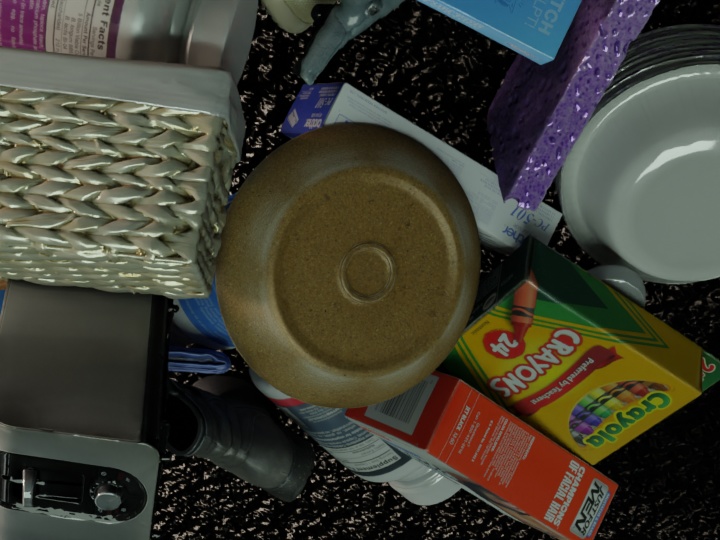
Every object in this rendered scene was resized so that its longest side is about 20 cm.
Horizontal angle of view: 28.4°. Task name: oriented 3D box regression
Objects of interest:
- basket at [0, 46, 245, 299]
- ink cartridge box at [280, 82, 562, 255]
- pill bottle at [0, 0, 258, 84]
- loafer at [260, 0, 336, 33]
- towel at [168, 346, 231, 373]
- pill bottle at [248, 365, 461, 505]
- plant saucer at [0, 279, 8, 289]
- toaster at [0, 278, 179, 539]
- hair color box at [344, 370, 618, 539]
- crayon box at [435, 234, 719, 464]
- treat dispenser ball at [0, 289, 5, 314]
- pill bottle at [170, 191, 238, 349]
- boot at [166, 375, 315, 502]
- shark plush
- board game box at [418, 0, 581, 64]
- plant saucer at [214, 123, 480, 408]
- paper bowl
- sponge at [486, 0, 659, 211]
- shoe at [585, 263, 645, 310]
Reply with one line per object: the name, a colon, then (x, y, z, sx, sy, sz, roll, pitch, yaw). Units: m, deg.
basket: (-0.179, -0.058, 0.898, 0.198, 0.124, 0.136, 5, 169, 0)
ink cartridge box: (0.045, -0.073, 1.060, 0.199, 0.094, 0.044, 29, 86, -21)
pill bottle: (-0.173, -0.177, 0.937, 0.198, 0.113, 0.113, 16, 129, 4)
loafer: (-0.066, -0.247, 0.937, 0.068, 0.076, 0.200, -23, 135, 16)
towel: (-0.179, 0.067, 1.137, 0.143, 0.200, 0.024, 5, 85, -8)
pill bottle: (0.012, 0.106, 1.192, 0.119, 0.120, 0.200, -31, 124, 22)
plant saucer: (-0.269, -0.086, 0.987, 0.199, 0.202, 0.032, 25, 157, -20)
toaster: (-0.188, 0.110, 0.961, 0.118, 0.201, 0.182, 6, 128, -9)
hair color box: (0.096, 0.142, 1.116, 0.199, 0.111, 0.064, 33, 79, -34)
crayon box: (0.166, 0.072, 1.071, 0.199, 0.051, 0.127, 31, 133, -17)
treat dispenser ball: (-0.331, 0.019, 1.061, 0.199, 0.202, 0.202, -1, 129, -1)
pill bottle: (-0.085, -0.003, 1.087, 0.199, 0.113, 0.112, -21, 129, 37)
boot: (-0.130, 0.112, 1.153, 0.131, 0.200, 0.070, 29, 85, -33)
shark plush: (0.027, -0.207, 0.924, 0.199, 0.083, 0.091, -35, 121, -8)
board game box: (0.092, -0.251, 0.871, 0.152, 0.040, 0.201, 25, 92, -6)
plant saucer: (0.000, 0.000, 0.983, 0.199, 0.035, 0.202, -3, 98, -20)
paper bowl: (0.246, -0.073, 1.062, 0.199, 0.105, 0.202, -1, 128, -1)
sponge: (0.146, -0.152, 0.989, 0.030, 0.112, 0.201, 15, 128, -16)
shoe: (0.160, 0.038, 1.142, 0.071, 0.091, 0.200, 25, 135, -11)
